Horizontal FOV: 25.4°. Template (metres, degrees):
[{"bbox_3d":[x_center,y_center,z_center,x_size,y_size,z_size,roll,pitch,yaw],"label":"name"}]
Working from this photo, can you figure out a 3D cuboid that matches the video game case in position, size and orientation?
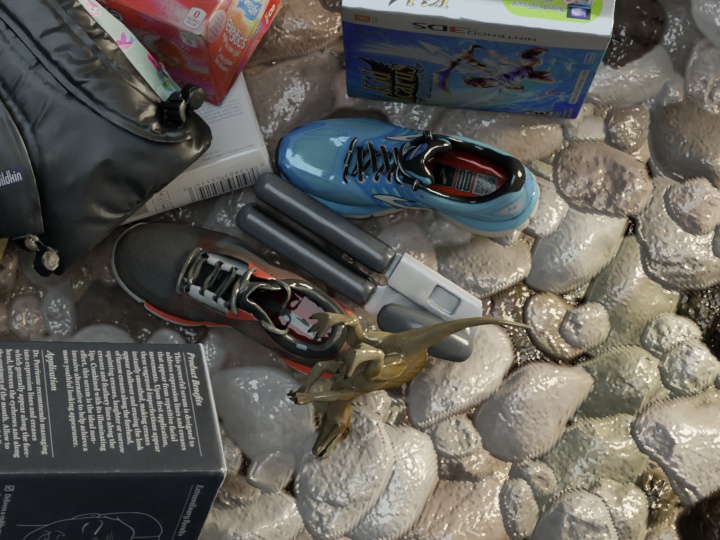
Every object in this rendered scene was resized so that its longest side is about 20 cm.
[{"bbox_3d":[0.078,-0.162,1.133,0.179,0.200,0.046,7,79,2],"label":"video game case"}]

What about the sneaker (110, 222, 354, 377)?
[{"bbox_3d":[-0.089,0.010,1.156,0.198,0.082,0.078,21,78,5],"label":"sneaker"}]

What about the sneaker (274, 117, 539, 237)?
[{"bbox_3d":[0.034,-0.081,1.171,0.198,0.090,0.079,7,77,6],"label":"sneaker"}]

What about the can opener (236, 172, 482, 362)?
[{"bbox_3d":[0.000,0.000,1.159,0.199,0.067,0.054,32,99,0],"label":"can opener"}]

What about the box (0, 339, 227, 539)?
[{"bbox_3d":[-0.204,0.131,1.047,0.198,0.149,0.108,3,48,-21],"label":"box"}]

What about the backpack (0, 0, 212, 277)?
[{"bbox_3d":[-0.217,-0.118,1.094,0.167,0.127,0.200,-41,98,-6],"label":"backpack"}]

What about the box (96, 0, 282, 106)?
[{"bbox_3d":[-0.169,-0.219,1.179,0.198,0.095,0.103,24,68,16],"label":"box"}]

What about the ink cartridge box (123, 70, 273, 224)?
[{"bbox_3d":[-0.168,-0.138,1.218,0.159,0.050,0.202,-17,61,-3],"label":"ink cartridge box"}]

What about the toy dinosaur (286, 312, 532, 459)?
[{"bbox_3d":[0.014,0.059,1.107,0.200,0.101,0.059,-38,54,32],"label":"toy dinosaur"}]

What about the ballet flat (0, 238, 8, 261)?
[{"bbox_3d":[-0.281,-0.032,1.176,0.070,0.071,0.202,18,75,4],"label":"ballet flat"}]
